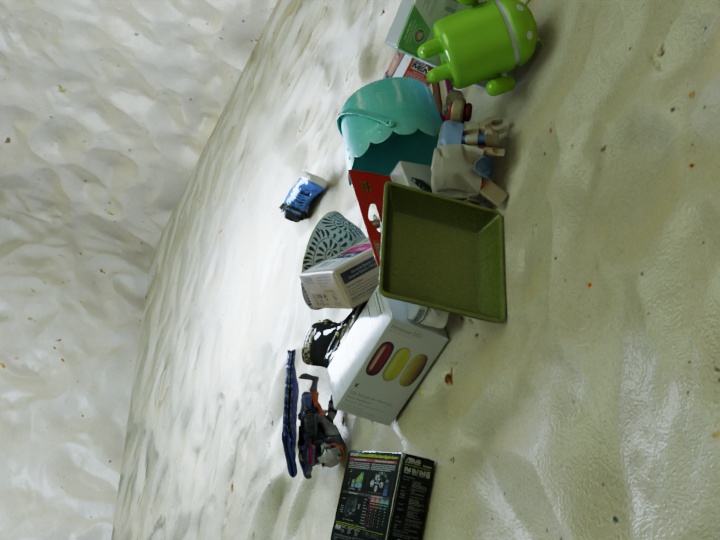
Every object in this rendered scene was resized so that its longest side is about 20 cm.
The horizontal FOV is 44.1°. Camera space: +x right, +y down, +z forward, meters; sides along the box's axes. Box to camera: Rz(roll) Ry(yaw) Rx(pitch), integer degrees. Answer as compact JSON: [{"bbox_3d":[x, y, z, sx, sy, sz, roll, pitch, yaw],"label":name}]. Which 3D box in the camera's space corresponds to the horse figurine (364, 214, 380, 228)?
[{"bbox_3d":[0.078,-0.158,1.698,0.132,0.050,0.201,4,68,50],"label":"horse figurine"}]

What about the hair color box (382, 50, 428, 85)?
[{"bbox_3d":[0.078,-0.368,1.863,0.201,0.063,0.111,-62,23,19],"label":"hair color box"}]

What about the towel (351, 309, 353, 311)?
[{"bbox_3d":[-0.006,0.168,1.691,0.145,0.023,0.200,-67,23,12],"label":"towel"}]

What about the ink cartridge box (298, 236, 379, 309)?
[{"bbox_3d":[0.000,0.000,1.581,0.164,0.076,0.200,-30,9,-21],"label":"ink cartridge box"}]

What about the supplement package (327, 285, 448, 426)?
[{"bbox_3d":[0.041,0.139,1.480,0.201,0.113,0.110,-60,24,26],"label":"supplement package"}]

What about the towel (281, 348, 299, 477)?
[{"bbox_3d":[-0.126,0.267,1.669,0.145,0.024,0.201,88,-178,-48],"label":"towel"}]

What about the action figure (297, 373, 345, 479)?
[{"bbox_3d":[-0.070,0.278,1.653,0.194,0.104,0.201,-108,17,-49],"label":"action figure"}]

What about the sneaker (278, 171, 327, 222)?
[{"bbox_3d":[-0.146,-0.174,2.208,0.112,0.076,0.200,-69,17,-10],"label":"sneaker"}]

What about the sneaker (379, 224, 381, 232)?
[{"bbox_3d":[0.094,-0.093,1.591,0.200,0.074,0.100,-50,29,42],"label":"sneaker"}]

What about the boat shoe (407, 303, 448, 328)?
[{"bbox_3d":[0.125,0.014,1.448,0.071,0.069,0.201,-57,15,40],"label":"boat shoe"}]

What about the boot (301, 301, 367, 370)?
[{"bbox_3d":[-0.024,0.104,1.650,0.150,0.073,0.201,0,58,57],"label":"boot"}]

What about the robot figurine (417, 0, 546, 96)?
[{"bbox_3d":[0.194,-0.366,1.428,0.116,0.198,0.177,-96,-15,-83],"label":"robot figurine"}]

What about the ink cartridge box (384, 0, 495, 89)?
[{"bbox_3d":[0.163,-0.413,1.522,0.146,0.199,0.088,-67,19,11],"label":"ink cartridge box"}]

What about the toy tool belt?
[{"bbox_3d":[0.187,-0.192,1.439,0.125,0.122,0.202,76,-156,-60],"label":"toy tool belt"}]

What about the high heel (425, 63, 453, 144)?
[{"bbox_3d":[0.137,-0.331,1.650,0.067,0.095,0.202,-28,47,58],"label":"high heel"}]

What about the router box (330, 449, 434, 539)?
[{"bbox_3d":[0.031,0.363,1.394,0.200,0.062,0.151,-19,56,63],"label":"router box"}]

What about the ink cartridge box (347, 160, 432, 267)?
[{"bbox_3d":[0.084,-0.089,1.425,0.044,0.172,0.201,-50,46,41],"label":"ink cartridge box"}]

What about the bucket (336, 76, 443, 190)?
[{"bbox_3d":[0.059,-0.234,1.580,0.207,0.206,0.136,-46,48,46],"label":"bucket"}]

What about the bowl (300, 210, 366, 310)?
[{"bbox_3d":[-0.029,-0.009,1.746,0.201,0.093,0.202,-45,-37,-51],"label":"bowl"}]

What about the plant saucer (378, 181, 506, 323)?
[{"bbox_3d":[0.117,-0.018,1.329,0.048,0.198,0.201,124,155,-54],"label":"plant saucer"}]
